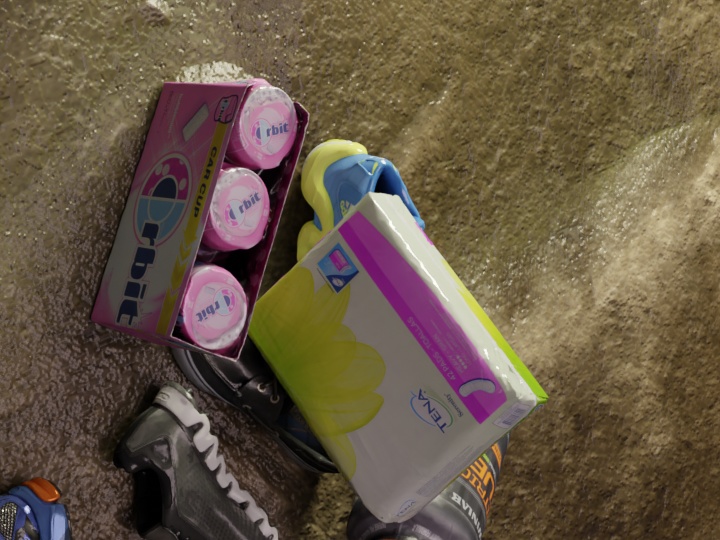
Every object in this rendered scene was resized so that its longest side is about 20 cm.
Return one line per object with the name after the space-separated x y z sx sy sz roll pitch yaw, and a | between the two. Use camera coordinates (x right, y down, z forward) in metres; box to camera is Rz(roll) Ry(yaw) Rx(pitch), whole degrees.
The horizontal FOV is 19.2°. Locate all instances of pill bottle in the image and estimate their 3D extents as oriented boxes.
0.050 0.179 1.672 0.107 0.106 0.201 54 36 -28 | pill bottle

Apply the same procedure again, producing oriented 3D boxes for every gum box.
-0.116 -0.044 1.563 0.066 0.113 0.202 21 82 -37 | gum box

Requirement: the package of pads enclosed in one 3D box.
0.019 0.067 1.575 0.154 0.201 0.068 -43 161 19 | package of pads

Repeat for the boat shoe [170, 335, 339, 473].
-0.065 0.091 1.652 0.200 0.056 0.069 43 69 -32 | boat shoe

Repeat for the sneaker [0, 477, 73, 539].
-0.246 0.253 1.531 0.078 0.075 0.202 -9 92 -27 | sneaker

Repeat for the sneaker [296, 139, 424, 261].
0.000 0.000 1.662 0.075 0.105 0.202 -12 102 -35 | sneaker

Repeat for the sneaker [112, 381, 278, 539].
-0.125 0.188 1.615 0.090 0.066 0.201 -39 113 -25 | sneaker
